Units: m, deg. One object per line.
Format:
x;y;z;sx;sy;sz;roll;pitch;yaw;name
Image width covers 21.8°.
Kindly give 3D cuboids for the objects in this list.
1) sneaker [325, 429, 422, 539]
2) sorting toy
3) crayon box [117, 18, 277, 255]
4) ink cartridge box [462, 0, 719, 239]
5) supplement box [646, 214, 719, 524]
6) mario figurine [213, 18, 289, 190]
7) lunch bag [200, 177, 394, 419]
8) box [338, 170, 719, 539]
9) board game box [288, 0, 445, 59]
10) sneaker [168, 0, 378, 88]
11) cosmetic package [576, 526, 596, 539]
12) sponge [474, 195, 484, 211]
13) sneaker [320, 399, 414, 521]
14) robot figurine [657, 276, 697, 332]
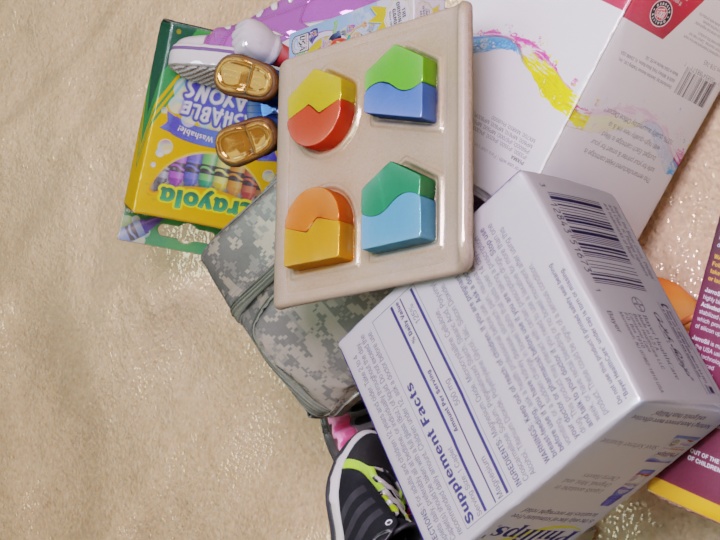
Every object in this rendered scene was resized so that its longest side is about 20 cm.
0.023;0.199;1.388;0.083;0.072;0.201;-31;38;33;sneaker
0.001;-0.077;1.287;0.199;0.036;0.186;-14;70;45;sorting toy
-0.131;-0.109;1.652;0.052;0.125;0.201;-146;67;-70;crayon box
0.152;-0.135;1.341;0.144;0.145;0.201;35;100;41;ink cartridge box
0.276;0.065;1.237;0.085;0.110;0.201;21;101;44;supplement box
-0.074;-0.121;1.482;0.106;0.200;0.124;38;102;14;mario figurine
0.000;0.000;1.459;0.200;0.139;0.168;-40;71;23;lunch bag
0.110;0.071;1.245;0.200;0.105;0.185;-43;56;31;box
0.002;-0.088;1.342;0.134;0.034;0.201;-13;70;45;board game box
-0.062;-0.211;1.589;0.199;0.073;0.115;1;79;1;sneaker
0.087;0.264;1.415;0.087;0.103;0.201;32;110;42;cosmetic package
0.090;0.010;1.489;0.112;0.030;0.201;49;119;36;sponge
0.010;0.186;1.528;0.096;0.079;0.201;-57;49;40;sneaker
0.170;0.061;1.344;0.199;0.116;0.145;1;84;45;robot figurine
